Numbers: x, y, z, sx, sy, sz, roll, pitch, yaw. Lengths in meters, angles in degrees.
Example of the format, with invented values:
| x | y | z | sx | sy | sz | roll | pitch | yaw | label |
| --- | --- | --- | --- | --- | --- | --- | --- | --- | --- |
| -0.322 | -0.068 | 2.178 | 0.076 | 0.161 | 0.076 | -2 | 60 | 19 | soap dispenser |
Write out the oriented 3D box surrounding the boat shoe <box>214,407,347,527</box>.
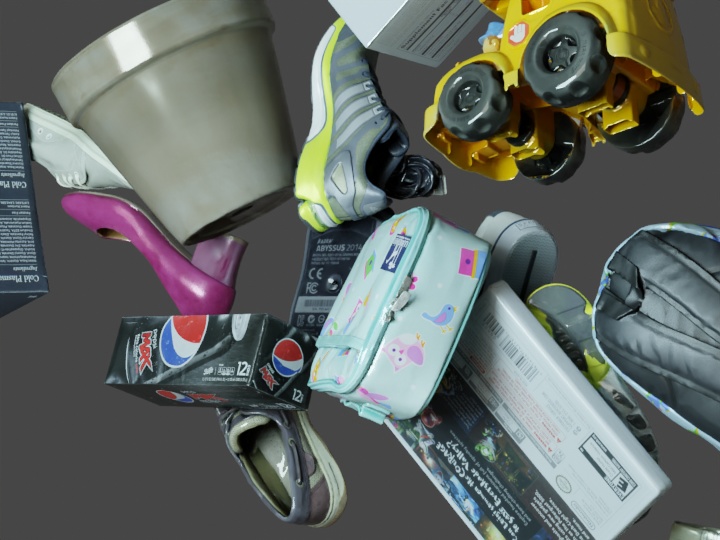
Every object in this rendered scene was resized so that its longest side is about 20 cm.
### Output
| x | y | z | sx | sy | sz | roll | pitch | yaw | label |
| --- | --- | --- | --- | --- | --- | --- | --- | --- | --- |
| -0.085 | 0.135 | 1.820 | 0.072 | 0.065 | 0.200 | -46 | 62 | 25 | boat shoe |

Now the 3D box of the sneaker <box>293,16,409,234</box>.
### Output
| x | y | z | sx | sy | sz | roll | pitch | yaw | label |
| --- | --- | --- | --- | --- | --- | --- | --- | --- | --- |
| 0.004 | -0.125 | 1.767 | 0.081 | 0.074 | 0.201 | -3 | 67 | 25 | sneaker |

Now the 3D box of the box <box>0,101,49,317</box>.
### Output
| x | y | z | sx | sy | sz | roll | pitch | yaw | label |
| --- | --- | --- | --- | --- | --- | --- | --- | --- | --- |
| -0.388 | -0.042 | 1.982 | 0.200 | 0.104 | 0.183 | -25 | 72 | 51 | box |

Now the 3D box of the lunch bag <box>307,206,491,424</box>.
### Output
| x | y | z | sx | sy | sz | roll | pitch | yaw | label |
| --- | --- | --- | --- | --- | --- | --- | --- | --- | --- |
| 0.025 | 0.038 | 1.637 | 0.077 | 0.200 | 0.161 | 28 | 82 | -8 | lunch bag |

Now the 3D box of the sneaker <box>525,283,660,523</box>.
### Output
| x | y | z | sx | sy | sz | roll | pitch | yaw | label |
| --- | --- | --- | --- | --- | --- | --- | --- | --- | --- |
| 0.181 | 0.098 | 1.647 | 0.074 | 0.085 | 0.201 | -16 | 98 | 9 | sneaker |

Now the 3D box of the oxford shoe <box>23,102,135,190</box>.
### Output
| x | y | z | sx | sy | sz | roll | pitch | yaw | label |
| --- | --- | --- | --- | --- | --- | --- | --- | --- | --- |
| -0.248 | -0.098 | 1.947 | 0.200 | 0.075 | 0.058 | 26 | 94 | 40 | oxford shoe |

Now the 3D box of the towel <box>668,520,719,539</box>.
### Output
| x | y | z | sx | sy | sz | roll | pitch | yaw | label |
| --- | --- | --- | --- | --- | --- | --- | --- | --- | --- |
| 0.302 | 0.295 | 1.572 | 0.192 | 0.034 | 0.201 | 11 | 94 | 37 | towel |

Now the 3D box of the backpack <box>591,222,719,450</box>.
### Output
| x | y | z | sx | sy | sz | roll | pitch | yaw | label |
| --- | --- | --- | --- | --- | --- | --- | --- | --- | --- |
| 0.266 | 0.047 | 1.559 | 0.200 | 0.154 | 0.164 | 24 | 103 | 11 | backpack |

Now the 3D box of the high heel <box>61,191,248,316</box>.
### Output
| x | y | z | sx | sy | sz | roll | pitch | yaw | label |
| --- | --- | --- | --- | --- | --- | --- | --- | --- | --- |
| -0.197 | -0.008 | 1.904 | 0.200 | 0.067 | 0.096 | 17 | 85 | 30 | high heel |

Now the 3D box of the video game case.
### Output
| x | y | z | sx | sy | sz | roll | pitch | yaw | label |
| --- | --- | --- | --- | --- | --- | --- | --- | --- | --- |
| 0.122 | 0.135 | 1.626 | 0.200 | 0.023 | 0.182 | 51 | 134 | 15 | video game case |

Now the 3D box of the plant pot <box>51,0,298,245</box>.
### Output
| x | y | z | sx | sy | sz | roll | pitch | yaw | label |
| --- | --- | --- | --- | --- | --- | --- | --- | --- | --- |
| -0.138 | -0.123 | 1.819 | 0.200 | 0.200 | 0.174 | -29 | 85 | 29 | plant pot |

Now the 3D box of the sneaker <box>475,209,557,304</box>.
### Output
| x | y | z | sx | sy | sz | roll | pitch | yaw | label |
| --- | --- | --- | --- | --- | --- | --- | --- | --- | --- |
| 0.103 | 0.048 | 1.711 | 0.071 | 0.073 | 0.201 | 44 | 117 | 60 | sneaker |

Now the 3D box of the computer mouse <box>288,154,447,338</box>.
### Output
| x | y | z | sx | sy | sz | roll | pitch | yaw | label |
| --- | --- | --- | --- | --- | --- | --- | --- | --- | --- |
| 0.000 | 0.000 | 1.789 | 0.138 | 0.053 | 0.201 | 5 | 77 | 36 | computer mouse |

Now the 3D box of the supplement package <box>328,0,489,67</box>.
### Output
| x | y | z | sx | sy | sz | roll | pitch | yaw | label |
| --- | --- | --- | --- | --- | --- | --- | --- | --- | --- |
| 0.029 | -0.295 | 1.755 | 0.156 | 0.111 | 0.200 | -47 | 62 | 21 | supplement package |

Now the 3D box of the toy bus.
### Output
| x | y | z | sx | sy | sz | roll | pitch | yaw | label |
| --- | --- | --- | --- | --- | --- | --- | --- | --- | --- |
| 0.150 | -0.183 | 1.662 | 0.200 | 0.136 | 0.193 | -20 | 62 | 34 | toy bus |

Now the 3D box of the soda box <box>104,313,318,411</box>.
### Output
| x | y | z | sx | sy | sz | roll | pitch | yaw | label |
| --- | --- | --- | --- | --- | --- | --- | --- | --- | --- |
| -0.125 | 0.077 | 1.789 | 0.200 | 0.071 | 0.064 | -3 | 68 | 47 | soda box |
